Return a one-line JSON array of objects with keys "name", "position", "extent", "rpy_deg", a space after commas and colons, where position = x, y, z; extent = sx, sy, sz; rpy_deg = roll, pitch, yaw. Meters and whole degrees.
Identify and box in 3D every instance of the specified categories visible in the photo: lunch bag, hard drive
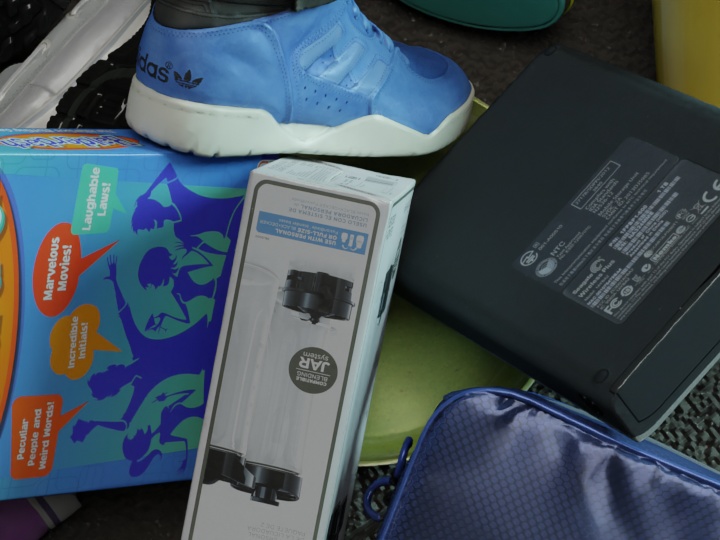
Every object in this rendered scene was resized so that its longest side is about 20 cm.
[{"name": "lunch bag", "position": [0.091, 0.132, 1.064], "extent": [0.199, 0.132, 0.137], "rpy_deg": [25, 91, 11]}, {"name": "hard drive", "position": [0.100, -0.020, 1.075], "extent": [0.140, 0.033, 0.200], "rpy_deg": [-47, 36, -8]}]

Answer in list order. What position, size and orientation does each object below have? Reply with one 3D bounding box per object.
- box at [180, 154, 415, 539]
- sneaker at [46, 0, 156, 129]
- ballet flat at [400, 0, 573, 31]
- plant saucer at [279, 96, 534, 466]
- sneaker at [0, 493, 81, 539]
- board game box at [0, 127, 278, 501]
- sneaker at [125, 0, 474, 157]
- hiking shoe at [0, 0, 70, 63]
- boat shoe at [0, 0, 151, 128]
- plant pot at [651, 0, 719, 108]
[{"name": "box", "position": [-0.029, 0.057, 1.061], "extent": [0.060, 0.117, 0.201], "rpy_deg": [11, 98, 5]}, {"name": "sneaker", "position": [-0.074, -0.084, 1.148], "extent": [0.076, 0.091, 0.201], "rpy_deg": [27, 84, 41]}, {"name": "ballet flat", "position": [0.011, -0.170, 1.227], "extent": [0.199, 0.067, 0.067], "rpy_deg": [10, 47, 6]}, {"name": "plant saucer", "position": [0.000, 0.000, 1.172], "extent": [0.199, 0.031, 0.201], "rpy_deg": [0, 68, 1]}, {"name": "sneaker", "position": [-0.224, 0.055, 1.107], "extent": [0.114, 0.073, 0.201], "rpy_deg": [-33, 92, -6]}, {"name": "board game box", "position": [-0.133, 0.018, 1.046], "extent": [0.045, 0.199, 0.153], "rpy_deg": [24, 110, 44]}, {"name": "sneaker", "position": [-0.013, -0.113, 1.097], "extent": [0.199, 0.112, 0.077], "rpy_deg": [-4, 25, -44]}, {"name": "hiking shoe", "position": [-0.233, -0.141, 1.197], "extent": [0.199, 0.076, 0.101], "rpy_deg": [-13, 49, 6]}, {"name": "boat shoe", "position": [-0.147, -0.074, 1.187], "extent": [0.068, 0.072, 0.200], "rpy_deg": [30, 76, 34]}, {"name": "plant pot", "position": [0.213, -0.134, 1.148], "extent": [0.199, 0.201, 0.190], "rpy_deg": [9, 82, 4]}]
